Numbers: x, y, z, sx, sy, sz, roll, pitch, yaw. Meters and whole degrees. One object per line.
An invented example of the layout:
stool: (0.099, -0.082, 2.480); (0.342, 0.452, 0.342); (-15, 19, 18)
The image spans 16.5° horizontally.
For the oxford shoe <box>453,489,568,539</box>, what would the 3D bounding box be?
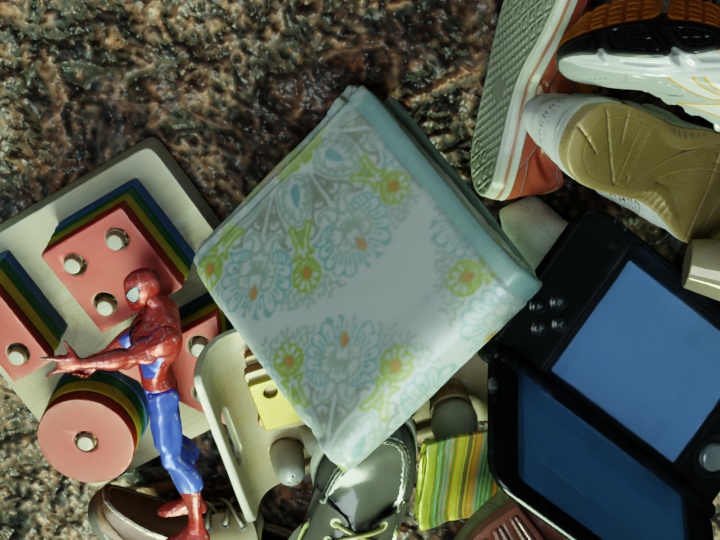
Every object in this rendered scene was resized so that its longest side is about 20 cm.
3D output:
oxford shoe: (0.136, 0.139, 1.620); (0.199, 0.075, 0.071); (-31, 104, -9)

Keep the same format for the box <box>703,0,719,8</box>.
box: (0.262, -0.135, 1.509); (0.082, 0.068, 0.201); (-14, 115, 19)

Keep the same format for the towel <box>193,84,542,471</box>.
towel: (0.000, 0.000, 1.560); (0.171, 0.200, 0.048); (-46, 146, 12)

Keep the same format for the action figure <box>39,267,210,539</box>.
action figure: (-0.155, 0.090, 1.622); (0.098, 0.065, 0.201); (-6, 119, -6)

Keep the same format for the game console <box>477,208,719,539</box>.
game console: (0.178, 0.091, 1.520); (0.200, 0.116, 0.176); (37, 89, -25)

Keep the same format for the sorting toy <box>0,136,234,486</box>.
sorting toy: (-0.166, 0.045, 1.682); (0.199, 0.070, 0.199); (-28, 111, 22)

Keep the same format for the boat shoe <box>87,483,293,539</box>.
boat shoe: (-0.097, 0.190, 1.746); (0.199, 0.076, 0.072); (25, 112, -24)

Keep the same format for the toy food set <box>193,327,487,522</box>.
toy food set: (0.000, 0.088, 1.645); (0.199, 0.061, 0.144); (-17, 130, 1)

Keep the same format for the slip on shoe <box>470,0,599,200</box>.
slip on shoe: (0.120, -0.133, 1.541); (0.061, 0.074, 0.201); (3, 121, -19)

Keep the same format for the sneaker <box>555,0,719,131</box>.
sneaker: (0.213, -0.106, 1.457); (0.199, 0.076, 0.092); (4, 125, 15)

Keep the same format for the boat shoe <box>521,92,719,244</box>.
boat shoe: (0.177, -0.071, 1.538); (0.200, 0.069, 0.071); (24, 98, -44)

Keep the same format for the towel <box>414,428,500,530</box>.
towel: (0.134, 0.128, 1.654); (0.199, 0.018, 0.086); (-8, 139, -10)

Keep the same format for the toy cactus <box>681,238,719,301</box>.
toy cactus: (0.284, 0.001, 1.532); (0.164, 0.200, 0.103); (10, 85, -2)

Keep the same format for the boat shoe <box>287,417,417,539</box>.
boat shoe: (-0.006, 0.172, 1.648); (0.071, 0.061, 0.202); (8, 134, -14)

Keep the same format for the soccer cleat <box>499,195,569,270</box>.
soccer cleat: (0.126, 0.033, 1.635); (0.070, 0.086, 0.201); (-22, 140, -15)
